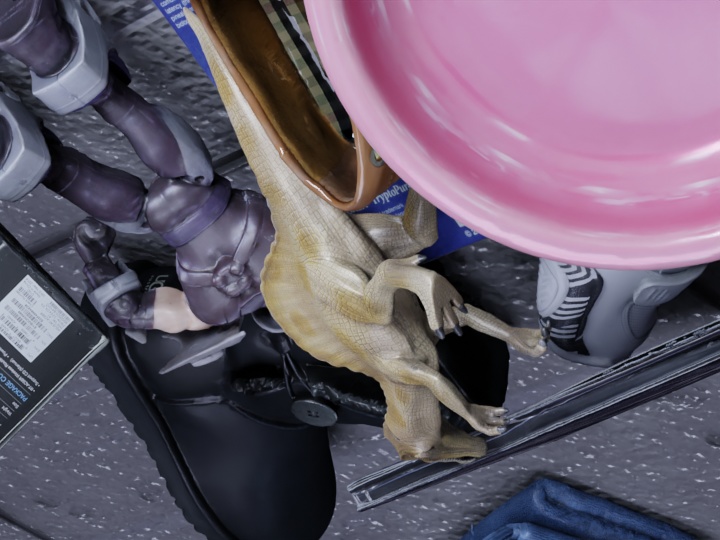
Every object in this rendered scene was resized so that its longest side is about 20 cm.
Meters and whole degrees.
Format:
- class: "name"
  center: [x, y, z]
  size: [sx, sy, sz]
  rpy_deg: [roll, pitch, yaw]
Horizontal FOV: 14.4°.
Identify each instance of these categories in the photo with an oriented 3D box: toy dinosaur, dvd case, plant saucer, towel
- class: "toy dinosaur"
  center: [0.000, 0.000, 0.984]
  size: [0.101, 0.058, 0.200]
  rpy_deg: [-9, 119, 43]
- class: "dvd case"
  center: [0.110, 0.042, 1.100]
  size: [0.200, 0.016, 0.149]
  rpy_deg: [-26, 173, 36]
- class: "plant saucer"
  center: [0.083, -0.101, 0.867]
  size: [0.200, 0.051, 0.201]
  rpy_deg: [3, 108, 8]
- class: "towel"
  center: [0.089, 0.171, 1.418]
  size: [0.112, 0.049, 0.200]
  rpy_deg: [20, 150, -11]

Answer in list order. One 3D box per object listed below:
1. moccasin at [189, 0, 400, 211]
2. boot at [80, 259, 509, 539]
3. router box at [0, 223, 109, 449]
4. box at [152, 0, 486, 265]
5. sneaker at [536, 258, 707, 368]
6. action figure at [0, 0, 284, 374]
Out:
- class: "moccasin"
  center: [-0.044, -0.109, 0.905]
  size: [0.074, 0.078, 0.201]
  rpy_deg: [-9, 118, 42]
- class: "boot"
  center: [-0.010, 0.064, 1.248]
  size: [0.168, 0.076, 0.200]
  rpy_deg: [0, 141, 31]
- class: "router box"
  center: [-0.196, 0.033, 1.114]
  size: [0.062, 0.150, 0.200]
  rpy_deg: [45, 176, -27]
- class: "box"
  center: [-0.013, -0.094, 0.978]
  size: [0.121, 0.032, 0.200]
  rpy_deg: [-21, 112, 46]
- class: "sneaker"
  center: [0.126, -0.020, 1.046]
  size: [0.115, 0.075, 0.200]
  rpy_deg: [10, 147, 12]
- class: "action figure"
  center: [-0.075, -0.034, 1.093]
  size: [0.130, 0.069, 0.200]
  rpy_deg: [-41, 126, 14]
